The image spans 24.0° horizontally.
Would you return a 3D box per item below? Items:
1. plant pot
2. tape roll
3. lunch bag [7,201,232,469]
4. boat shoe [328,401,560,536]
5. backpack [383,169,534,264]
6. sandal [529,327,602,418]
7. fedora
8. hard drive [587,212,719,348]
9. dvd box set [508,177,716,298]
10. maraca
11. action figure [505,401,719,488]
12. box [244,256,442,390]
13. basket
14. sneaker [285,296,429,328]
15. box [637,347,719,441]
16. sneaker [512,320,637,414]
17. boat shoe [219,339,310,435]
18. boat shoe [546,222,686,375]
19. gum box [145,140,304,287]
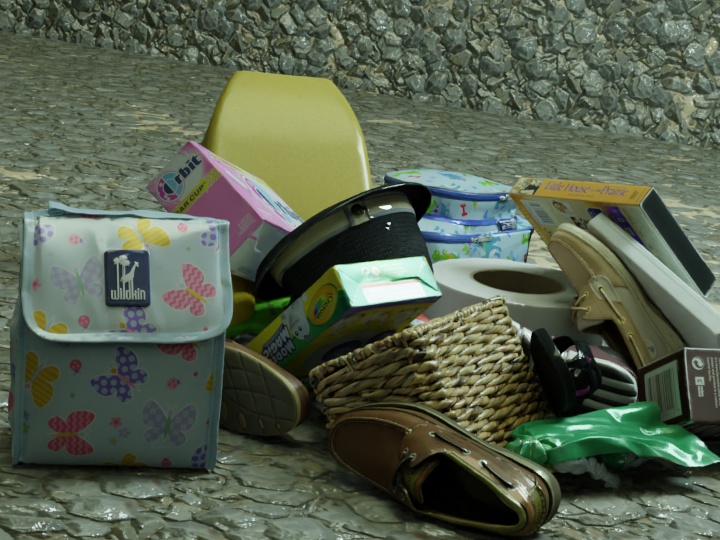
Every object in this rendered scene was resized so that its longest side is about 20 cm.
[{"bbox_3d":[-0.098,-0.111,1.910,0.195,0.200,0.194,3,-20,-14],"label":"plant pot"},{"bbox_3d":[0.166,0.044,1.833,0.202,0.071,0.202,6,14,-1],"label":"tape roll"},{"bbox_3d":[-0.193,0.051,1.345,0.170,0.200,0.127,4,13,-14],"label":"lunch bag"},{"bbox_3d":[0.055,0.153,1.318,0.200,0.072,0.068,14,14,27],"label":"boat shoe"},{"bbox_3d":[0.083,-0.042,1.988,0.200,0.147,0.183,-10,19,-42],"label":"backpack"},{"bbox_3d":[0.184,0.089,1.503,0.048,0.075,0.200,-24,-13,1],"label":"sandal"},{"bbox_3d":[0.000,0.000,1.629,0.201,0.201,0.092,-10,63,-50],"label":"fedora"},{"bbox_3d":[0.311,0.039,1.713,0.026,0.132,0.200,-37,49,-8],"label":"hard drive"},{"bbox_3d":[0.266,-0.037,1.800,0.200,0.029,0.146,9,-35,54],"label":"dvd box set"},{"bbox_3d":[-0.155,0.026,1.672,0.200,0.107,0.137,10,31,-25],"label":"maraca"},{"bbox_3d":[0.197,0.151,1.436,0.200,0.055,0.118,2,16,-37],"label":"action figure"},{"bbox_3d":[-0.031,0.059,1.536,0.117,0.048,0.200,-6,-24,-42],"label":"box"},{"bbox_3d":[0.059,0.124,1.465,0.143,0.149,0.200,-24,-3,30],"label":"basket"},{"bbox_3d":[0.026,0.026,1.742,0.200,0.071,0.112,20,47,34],"label":"sneaker"},{"bbox_3d":[0.366,0.117,1.555,0.200,0.075,0.100,1,-15,-17],"label":"box"},{"bbox_3d":[0.182,0.092,1.664,0.200,0.076,0.116,22,12,17],"label":"sneaker"},{"bbox_3d":[-0.115,0.091,1.489,0.200,0.072,0.068,15,17,39],"label":"boat shoe"},{"bbox_3d":[0.249,0.041,1.714,0.200,0.069,0.074,50,-15,16],"label":"boat shoe"},{"bbox_3d":[-0.113,-0.047,1.668,0.114,0.066,0.200,46,7,21],"label":"gum box"}]
